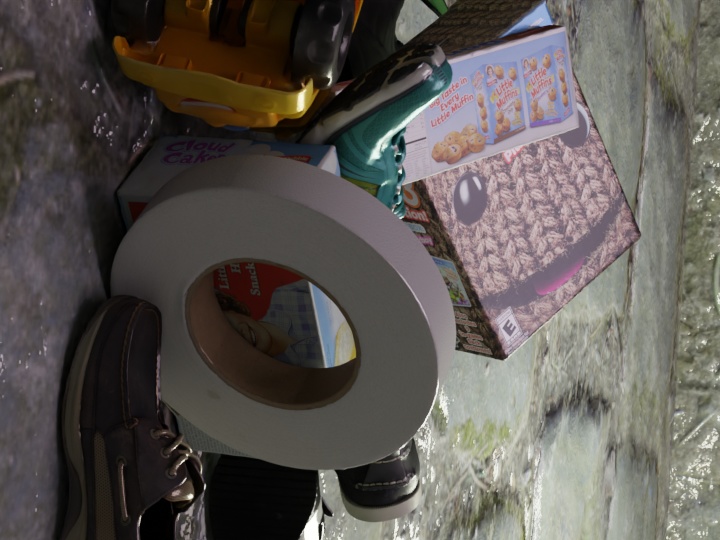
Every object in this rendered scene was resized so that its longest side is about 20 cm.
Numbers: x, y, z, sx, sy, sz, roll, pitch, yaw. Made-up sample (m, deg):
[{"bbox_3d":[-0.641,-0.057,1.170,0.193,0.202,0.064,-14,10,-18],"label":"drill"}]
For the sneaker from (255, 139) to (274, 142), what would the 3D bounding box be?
[{"bbox_3d":[0.000,0.000,1.236,0.074,0.200,0.116,-41,163,4],"label":"sneaker"}]

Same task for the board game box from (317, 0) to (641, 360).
[{"bbox_3d":[0.086,-0.067,1.319,0.159,0.097,0.201,-40,118,-26],"label":"board game box"}]

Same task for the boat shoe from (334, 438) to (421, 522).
[{"bbox_3d":[-0.009,0.084,1.255,0.200,0.071,0.068,-122,-165,-54],"label":"boat shoe"}]

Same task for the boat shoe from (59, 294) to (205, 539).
[{"bbox_3d":[-0.122,0.115,1.036,0.074,0.073,0.202,3,91,-72],"label":"boat shoe"}]

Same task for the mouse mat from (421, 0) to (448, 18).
[{"bbox_3d":[0.012,-0.261,1.336,0.162,0.007,0.200,65,12,15],"label":"mouse mat"}]

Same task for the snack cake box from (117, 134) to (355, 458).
[{"bbox_3d":[-0.064,0.021,1.125,0.067,0.114,0.201,-60,149,-47],"label":"snack cake box"}]

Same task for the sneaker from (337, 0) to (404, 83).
[{"bbox_3d":[-0.009,-0.157,1.330,0.091,0.075,0.200,-64,149,-28],"label":"sneaker"}]

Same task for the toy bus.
[{"bbox_3d":[-0.061,-0.149,1.114,0.192,0.135,0.201,94,12,-60],"label":"toy bus"}]

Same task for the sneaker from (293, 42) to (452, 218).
[{"bbox_3d":[0.000,-0.063,1.122,0.200,0.080,0.078,-47,-178,41],"label":"sneaker"}]

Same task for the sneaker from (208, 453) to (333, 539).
[{"bbox_3d":[-0.058,0.175,1.258,0.089,0.074,0.201,-54,150,-68],"label":"sneaker"}]

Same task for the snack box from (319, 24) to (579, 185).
[{"bbox_3d":[0.062,-0.106,1.220,0.199,0.024,0.072,-19,107,-33],"label":"snack box"}]

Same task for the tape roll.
[{"bbox_3d":[-0.045,0.028,1.051,0.037,0.201,0.204,-60,149,-47],"label":"tape roll"}]
